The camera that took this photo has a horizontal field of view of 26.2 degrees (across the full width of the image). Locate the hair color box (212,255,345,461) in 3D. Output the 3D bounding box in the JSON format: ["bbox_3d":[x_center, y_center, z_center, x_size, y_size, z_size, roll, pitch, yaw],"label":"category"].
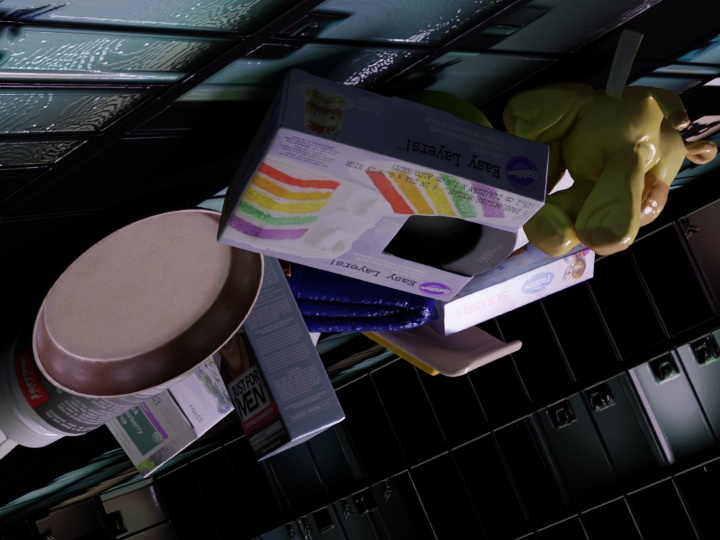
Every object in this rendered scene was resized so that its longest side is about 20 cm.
[{"bbox_3d":[-0.093,0.060,1.383,0.060,0.202,0.099,-20,172,-27],"label":"hair color box"}]

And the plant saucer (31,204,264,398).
[{"bbox_3d":[-0.172,0.019,1.230,0.198,0.035,0.201,-22,143,-18],"label":"plant saucer"}]

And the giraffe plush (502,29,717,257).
[{"bbox_3d":[0.227,-0.101,1.386,0.201,0.172,0.162,-57,150,10],"label":"giraffe plush"}]

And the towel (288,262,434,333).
[{"bbox_3d":[0.000,0.000,1.483,0.146,0.050,0.200,-3,-159,5],"label":"towel"}]

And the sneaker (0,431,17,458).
[{"bbox_3d":[-0.356,0.122,1.538,0.084,0.075,0.200,29,119,-37],"label":"sneaker"}]

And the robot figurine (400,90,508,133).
[{"bbox_3d":[0.039,-0.069,1.232,0.174,0.117,0.200,-10,167,-27],"label":"robot figurine"}]

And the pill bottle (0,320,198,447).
[{"bbox_3d":[-0.243,0.080,1.391,0.199,0.115,0.113,-29,171,32],"label":"pill bottle"}]

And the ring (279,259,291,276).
[{"bbox_3d":[-0.113,0.048,1.640,0.198,0.019,0.201,-15,147,-10],"label":"ring"}]

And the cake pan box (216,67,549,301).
[{"bbox_3d":[0.014,-0.052,1.085,0.198,0.053,0.184,15,155,-15],"label":"cake pan box"}]

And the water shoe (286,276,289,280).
[{"bbox_3d":[-0.081,0.034,1.719,0.199,0.080,0.071,-18,170,-40],"label":"water shoe"}]

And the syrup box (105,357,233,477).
[{"bbox_3d":[-0.172,0.124,1.532,0.081,0.079,0.200,-36,180,21],"label":"syrup box"}]

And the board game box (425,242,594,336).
[{"bbox_3d":[0.107,-0.018,1.626,0.198,0.042,0.199,-19,-146,-28],"label":"board game box"}]

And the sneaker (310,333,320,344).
[{"bbox_3d":[-0.089,0.056,1.556,0.085,0.072,0.200,-65,166,2],"label":"sneaker"}]

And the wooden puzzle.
[{"bbox_3d":[0.050,0.057,1.586,0.185,0.198,0.038,-11,124,-66],"label":"wooden puzzle"}]

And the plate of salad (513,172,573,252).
[{"bbox_3d":[0.162,-0.089,1.506,0.200,0.048,0.201,-39,153,-24],"label":"plate of salad"}]
